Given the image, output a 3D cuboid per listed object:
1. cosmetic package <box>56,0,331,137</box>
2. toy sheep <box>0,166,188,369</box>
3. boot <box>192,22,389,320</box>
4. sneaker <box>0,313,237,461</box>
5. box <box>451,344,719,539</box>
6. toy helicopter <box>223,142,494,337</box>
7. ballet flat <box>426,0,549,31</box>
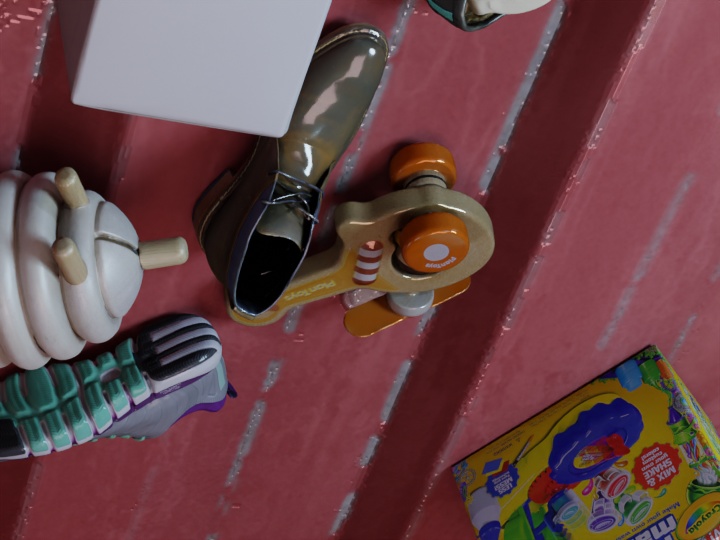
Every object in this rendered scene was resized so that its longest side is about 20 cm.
[{"bbox_3d":[-0.082,-0.213,0.855,0.122,0.201,0.201,6,127,-22],"label":"cosmetic package"},{"bbox_3d":[-0.208,-0.002,1.045,0.198,0.139,0.139,-2,132,6],"label":"toy sheep"},{"bbox_3d":[-0.035,-0.060,1.072,0.074,0.097,0.201,19,122,-31],"label":"boot"},{"bbox_3d":[-0.185,0.106,1.187,0.198,0.075,0.088,-20,138,-1],"label":"sneaker"},{"bbox_3d":[0.206,0.205,1.313,0.199,0.193,0.122,-33,132,11],"label":"box"},{"bbox_3d":[0.000,0.000,1.168,0.198,0.079,0.132,-18,143,13],"label":"toy helicopter"},{"bbox_3d":[0.136,-0.199,1.026,0.199,0.069,0.068,-26,132,5],"label":"ballet flat"}]
